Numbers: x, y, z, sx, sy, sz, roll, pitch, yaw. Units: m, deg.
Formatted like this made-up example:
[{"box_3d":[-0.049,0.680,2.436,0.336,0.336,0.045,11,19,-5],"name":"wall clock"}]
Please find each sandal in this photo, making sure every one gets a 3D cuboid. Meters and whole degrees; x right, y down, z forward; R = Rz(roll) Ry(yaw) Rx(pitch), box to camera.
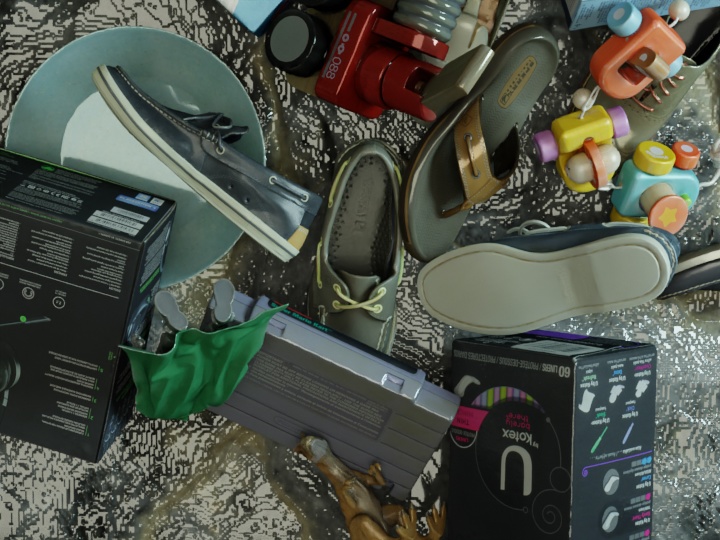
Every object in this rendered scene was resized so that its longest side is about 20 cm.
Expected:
[{"box_3d":[0.097,-0.093,1.195,0.055,0.082,0.200,35,89,42],"name":"sandal"}]

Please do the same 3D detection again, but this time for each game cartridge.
[{"box_3d":[-0.033,0.092,1.198,0.200,0.038,0.130,25,135,0],"name":"game cartridge"}]

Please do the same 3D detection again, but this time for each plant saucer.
[{"box_3d":[-0.172,-0.086,1.220,0.200,0.039,0.202,0,95,0],"name":"plant saucer"}]

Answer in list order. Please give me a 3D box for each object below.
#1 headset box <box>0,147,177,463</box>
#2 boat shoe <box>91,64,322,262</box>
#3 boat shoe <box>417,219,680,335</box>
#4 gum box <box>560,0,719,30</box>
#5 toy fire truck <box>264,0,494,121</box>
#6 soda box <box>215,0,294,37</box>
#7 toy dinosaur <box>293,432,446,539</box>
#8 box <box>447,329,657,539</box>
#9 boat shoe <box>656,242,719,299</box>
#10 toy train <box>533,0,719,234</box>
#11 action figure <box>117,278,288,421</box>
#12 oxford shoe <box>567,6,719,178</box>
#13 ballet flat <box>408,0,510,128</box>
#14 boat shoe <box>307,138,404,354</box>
[{"box_3d":[-0.246,0.028,1.175,0.174,0.093,0.201,16,113,4],"name":"headset box"},{"box_3d":[-0.112,-0.089,1.166,0.200,0.075,0.062,39,89,-8],"name":"boat shoe"},{"box_3d":[0.140,-0.001,1.187,0.199,0.062,0.075,-13,101,27],"name":"boat shoe"},{"box_3d":[0.227,-0.272,1.147,0.199,0.045,0.170,-10,71,-10],"name":"gum box"},{"box_3d":[0.044,-0.185,1.115,0.200,0.129,0.176,28,97,33],"name":"toy fire truck"},{"box_3d":[-0.130,-0.268,1.190,0.200,0.064,0.068,42,94,-3],"name":"soda box"},{"box_3d":[0.011,0.204,1.229,0.106,0.060,0.201,-4,113,39],"name":"toy dinosaur"},{"box_3d":[0.142,0.151,1.181,0.122,0.106,0.201,6,98,45],"name":"box"},{"box_3d":[0.316,0.001,1.208,0.199,0.073,0.063,-15,92,-3],"name":"boat shoe"},{"box_3d":[0.215,-0.097,1.152,0.150,0.056,0.200,-38,131,15],"name":"toy train"},{"box_3d":[-0.125,0.067,1.137,0.118,0.200,0.055,-9,68,-16],"name":"action figure"},{"box_3d":[0.217,-0.148,1.192,0.070,0.075,0.200,33,95,-3],"name":"oxford shoe"},{"box_3d":[0.081,-0.204,1.194,0.067,0.064,0.201,21,95,-2],"name":"ballet flat"},{"box_3d":[-0.003,0.000,1.215,0.072,0.060,0.202,6,95,0],"name":"boat shoe"}]
